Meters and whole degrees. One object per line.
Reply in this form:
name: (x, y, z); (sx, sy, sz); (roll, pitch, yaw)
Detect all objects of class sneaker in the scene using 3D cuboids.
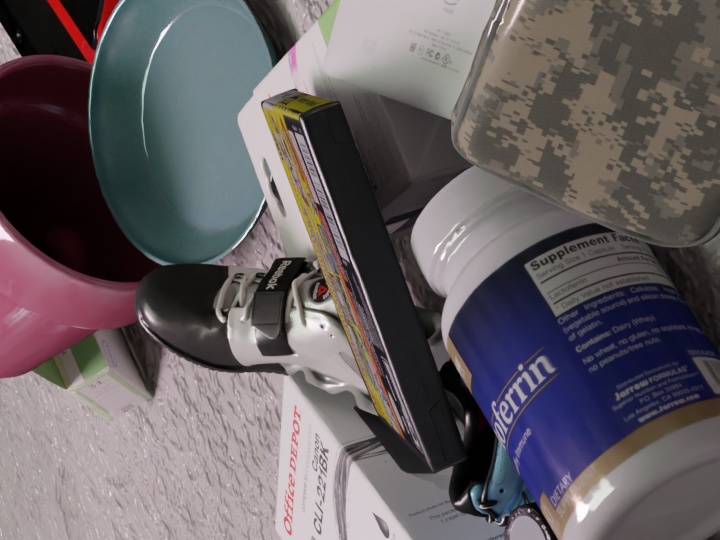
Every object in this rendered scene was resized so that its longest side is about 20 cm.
sneaker: (0.088, 0.127, 1.497); (0.078, 0.089, 0.201); (2, 109, 65)
sneaker: (-0.036, 0.022, 1.607); (0.089, 0.198, 0.074); (104, 180, -54)

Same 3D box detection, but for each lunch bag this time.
lunch bag: (0.138, -0.136, 1.152); (0.200, 0.138, 0.168); (108, -177, -54)

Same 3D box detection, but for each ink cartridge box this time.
ink cartridge box: (0.002, -0.081, 1.580); (0.118, 0.067, 0.200); (69, 155, 8)
ink cartridge box: (-0.238, 0.025, 2.072); (0.146, 0.048, 0.200); (64, -175, 21)
ink cartridge box: (0.028, 0.161, 1.656); (0.200, 0.083, 0.145); (52, 149, 41)

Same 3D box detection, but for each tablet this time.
tablet: (0.054, -0.146, 1.401); (0.200, 0.014, 0.131); (24, 97, 52)

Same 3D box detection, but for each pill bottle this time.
pill bottle: (0.111, 0.042, 1.347); (0.201, 0.115, 0.116); (60, 152, 30)

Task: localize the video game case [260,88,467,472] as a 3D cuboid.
video game case: (0.000, 0.000, 1.469); (0.181, 0.025, 0.201); (-146, 36, -80)

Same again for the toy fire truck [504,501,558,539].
toy fire truck: (0.150, 0.231, 1.423); (0.176, 0.128, 0.201); (50, 137, 40)

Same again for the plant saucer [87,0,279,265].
plant saucer: (-0.108, -0.102, 1.784); (0.199, 0.036, 0.202); (4, 96, 47)

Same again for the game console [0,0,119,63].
game console: (-0.233, -0.220, 2.054); (0.200, 0.031, 0.178); (54, 145, 36)

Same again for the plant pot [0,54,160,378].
plant pot: (-0.233, -0.023, 1.905); (0.179, 0.199, 0.201); (-44, 64, 41)
